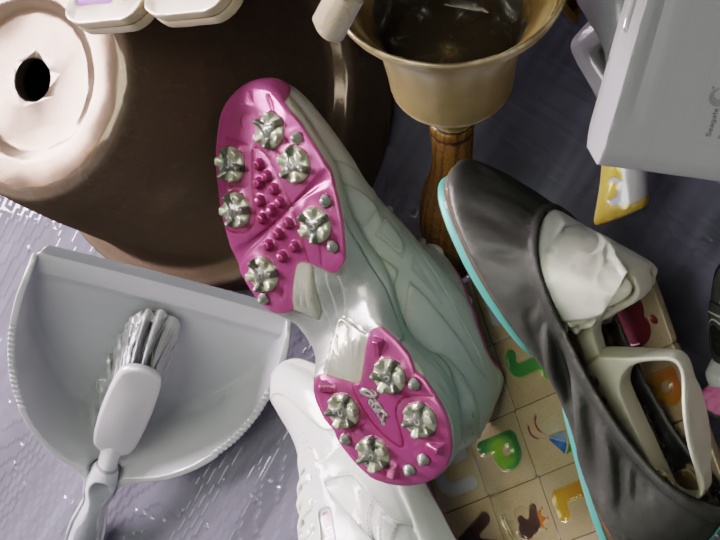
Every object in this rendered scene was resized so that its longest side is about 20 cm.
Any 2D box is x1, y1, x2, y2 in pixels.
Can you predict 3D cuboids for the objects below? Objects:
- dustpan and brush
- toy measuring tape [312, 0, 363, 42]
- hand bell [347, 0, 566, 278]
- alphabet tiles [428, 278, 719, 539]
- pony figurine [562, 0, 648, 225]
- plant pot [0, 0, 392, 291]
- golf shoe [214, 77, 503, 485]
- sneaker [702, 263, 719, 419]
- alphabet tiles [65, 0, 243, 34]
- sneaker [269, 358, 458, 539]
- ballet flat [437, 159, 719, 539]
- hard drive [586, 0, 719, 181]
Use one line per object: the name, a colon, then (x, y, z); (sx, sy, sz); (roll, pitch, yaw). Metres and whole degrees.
dustpan and brush: (-0.127, 0.084, 1.134); (0.139, 0.057, 0.200); (15, 138, -9)
toy measuring tape: (0.038, -0.150, 0.884); (0.073, 0.200, 0.074); (10, 134, 10)
hand bell: (0.043, -0.062, 0.995); (0.104, 0.200, 0.104); (-2, 51, 3)
alphabet tiles: (0.080, 0.082, 1.030); (0.200, 0.006, 0.167); (-27, 76, 41)
pony figurine: (0.143, -0.143, 0.955); (0.193, 0.166, 0.201); (-21, 94, 37)
plant pot: (-0.108, -0.088, 1.070); (0.200, 0.174, 0.201); (0, 90, 28)
golf shoe: (0.000, 0.000, 1.015); (0.075, 0.091, 0.201); (-25, 90, 39)
sneaker: (0.234, 0.014, 0.930); (0.199, 0.080, 0.087); (-9, 84, 28)
alphabet tiles: (-0.066, -0.198, 0.948); (0.195, 0.015, 0.201); (1, 69, 40)
sneaker: (-0.005, 0.130, 1.036); (0.099, 0.075, 0.200); (-26, 63, -11)
ballet flat: (0.107, 0.032, 0.946); (0.068, 0.068, 0.200); (-25, 95, 31)
hard drive: (0.204, -0.093, 0.884); (0.026, 0.199, 0.132); (-109, 29, -59)
